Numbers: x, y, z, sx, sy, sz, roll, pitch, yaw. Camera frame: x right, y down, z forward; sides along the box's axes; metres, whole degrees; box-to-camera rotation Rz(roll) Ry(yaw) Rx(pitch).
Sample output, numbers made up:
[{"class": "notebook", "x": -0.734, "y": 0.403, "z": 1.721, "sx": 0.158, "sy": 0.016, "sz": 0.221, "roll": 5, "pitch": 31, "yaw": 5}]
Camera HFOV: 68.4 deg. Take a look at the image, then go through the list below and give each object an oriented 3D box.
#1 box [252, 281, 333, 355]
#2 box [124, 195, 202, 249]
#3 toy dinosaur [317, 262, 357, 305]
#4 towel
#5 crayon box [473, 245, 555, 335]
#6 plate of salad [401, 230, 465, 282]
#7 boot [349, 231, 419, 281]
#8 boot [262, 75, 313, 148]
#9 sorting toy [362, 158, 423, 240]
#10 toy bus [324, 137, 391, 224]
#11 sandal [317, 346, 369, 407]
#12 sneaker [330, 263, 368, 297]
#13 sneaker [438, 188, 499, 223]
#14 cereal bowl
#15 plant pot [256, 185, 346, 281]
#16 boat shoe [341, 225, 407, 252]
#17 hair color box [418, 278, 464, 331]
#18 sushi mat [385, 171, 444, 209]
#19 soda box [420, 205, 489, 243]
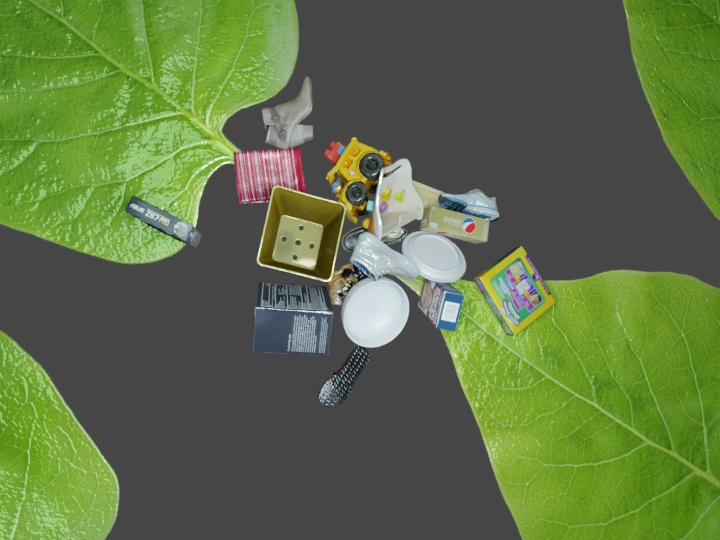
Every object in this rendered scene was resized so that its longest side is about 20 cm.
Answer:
[{"class": "box", "x": -0.180, "y": 0.122, "z": 1.381, "sx": 0.191, "sy": 0.200, "sz": 0.128, "roll": 5, "pitch": 106, "yaw": -10}, {"class": "box", "x": -0.492, "y": -0.118, "z": 1.347, "sx": 0.158, "sy": 0.200, "sz": 0.050, "roll": 29, "pitch": 83, "yaw": -7}, {"class": "toy dinosaur", "x": -0.066, "y": 0.016, "z": 1.414, "sx": 0.103, "sy": 0.201, "sz": 0.062, "roll": -17, "pitch": 118, "yaw": -4}, {"class": "towel", "x": -0.254, "y": -0.269, "z": 1.497, "sx": 0.193, "sy": 0.022, "sz": 0.150, "roll": -6, "pitch": 86, "yaw": -11}, {"class": "crayon box", "x": 0.463, "y": 0.062, "z": 1.594, "sx": 0.170, "sy": 0.058, "sz": 0.203, "roll": -33, "pitch": 92, "yaw": -10}, {"class": "plate of salad", "x": 0.208, "y": -0.036, "z": 1.522, "sx": 0.193, "sy": 0.049, "sz": 0.204, "roll": 11, "pitch": 44, "yaw": -11}, {"class": "boot", "x": 0.061, "y": -0.009, "z": 1.411, "sx": 0.197, "sy": 0.073, "sz": 0.098, "roll": 32, "pitch": 69, "yaw": -12}, {"class": "boot", "x": -0.206, "y": -0.448, "z": 1.497, "sx": 0.141, "sy": 0.070, "sz": 0.208, "roll": -2, "pitch": 86, "yaw": -9}, {"class": "sorting toy", "x": 0.085, "y": -0.206, "z": 1.457, "sx": 0.198, "sy": 0.105, "sz": 0.185, "roll": -29, "pitch": 136, "yaw": -40}, {"class": "toy bus", "x": -0.031, "y": -0.267, "z": 1.492, "sx": 0.189, "sy": 0.136, "sz": 0.203, "roll": 31, "pitch": 82, "yaw": 11}, {"class": "sandal", "x": -0.046, "y": 0.301, "z": 1.488, "sx": 0.075, "sy": 0.045, "sz": 0.201, "roll": 46, "pitch": 64, "yaw": -10}, {"class": "sneaker", "x": 0.000, "y": 0.000, "z": 1.480, "sx": 0.198, "sy": 0.112, "sz": 0.074, "roll": -37, "pitch": 92, "yaw": -11}, {"class": "sneaker", "x": 0.323, "y": -0.207, "z": 1.588, "sx": 0.194, "sy": 0.075, "sz": 0.089, "roll": 13, "pitch": 66, "yaw": -14}, {"class": "cereal bowl", "x": 0.033, "y": 0.105, "z": 1.475, "sx": 0.194, "sy": 0.083, "sz": 0.207, "roll": -9, "pitch": 115, "yaw": -19}, {"class": "plant pot", "x": -0.163, "y": -0.086, "z": 1.422, "sx": 0.193, "sy": 0.176, "sz": 0.207, "roll": 13, "pitch": 83, "yaw": -10}, {"class": "boat shoe", "x": 0.042, "y": -0.100, "z": 1.519, "sx": 0.194, "sy": 0.065, "sz": 0.076, "roll": -15, "pitch": 90, "yaw": -11}, {"class": "hair color box", "x": 0.218, "y": 0.085, "z": 1.462, "sx": 0.058, "sy": 0.200, "sz": 0.103, "roll": 11, "pitch": 100, "yaw": -10}, {"class": "sushi mat", "x": 0.154, "y": -0.218, "z": 1.577, "sx": 0.194, "sy": 0.012, "sz": 0.099, "roll": 19, "pitch": 81, "yaw": -10}, {"class": "soda box", "x": 0.278, "y": -0.133, "z": 1.558, "sx": 0.194, "sy": 0.068, "sz": 0.066, "roll": 13, "pitch": 83, "yaw": -16}]
